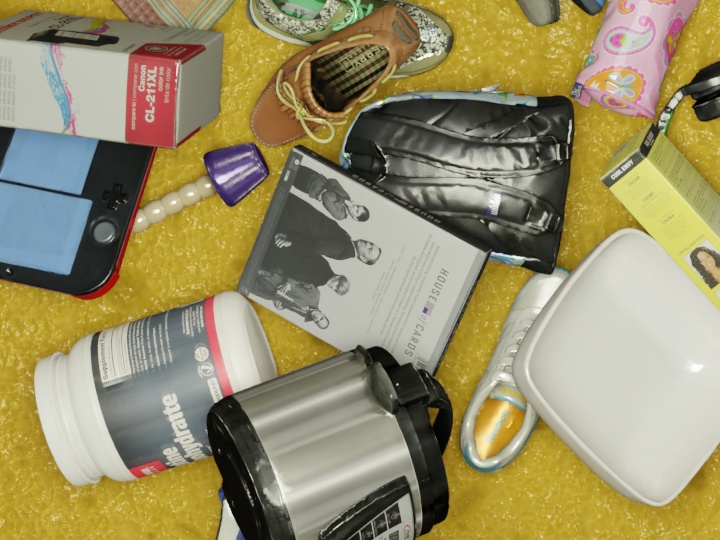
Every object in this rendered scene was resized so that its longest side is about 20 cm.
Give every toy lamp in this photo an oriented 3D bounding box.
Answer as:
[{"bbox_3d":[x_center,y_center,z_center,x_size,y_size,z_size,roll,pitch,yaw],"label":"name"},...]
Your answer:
[{"bbox_3d":[-0.180,-0.061,1.635,0.199,0.058,0.058,-25,88,7],"label":"toy lamp"}]

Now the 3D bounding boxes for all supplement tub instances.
[{"bbox_3d":[-0.181,0.110,1.592,0.199,0.140,0.141,-18,89,5],"label":"supplement tub"}]

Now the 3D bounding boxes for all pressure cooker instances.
[{"bbox_3d":[-0.013,0.157,1.480,0.199,0.176,0.180,-20,100,-17],"label":"pressure cooker"}]

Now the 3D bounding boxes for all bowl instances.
[{"bbox_3d":[0.234,0.086,1.550,0.200,0.075,0.200,45,66,-11],"label":"bowl"}]

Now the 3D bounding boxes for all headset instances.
[{"bbox_3d":[0.349,-0.143,1.563,0.123,0.094,0.200,39,105,4],"label":"headset"}]

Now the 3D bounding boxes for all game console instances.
[{"bbox_3d":[-0.297,-0.071,1.623,0.199,0.031,0.178,12,79,17],"label":"game console"}]

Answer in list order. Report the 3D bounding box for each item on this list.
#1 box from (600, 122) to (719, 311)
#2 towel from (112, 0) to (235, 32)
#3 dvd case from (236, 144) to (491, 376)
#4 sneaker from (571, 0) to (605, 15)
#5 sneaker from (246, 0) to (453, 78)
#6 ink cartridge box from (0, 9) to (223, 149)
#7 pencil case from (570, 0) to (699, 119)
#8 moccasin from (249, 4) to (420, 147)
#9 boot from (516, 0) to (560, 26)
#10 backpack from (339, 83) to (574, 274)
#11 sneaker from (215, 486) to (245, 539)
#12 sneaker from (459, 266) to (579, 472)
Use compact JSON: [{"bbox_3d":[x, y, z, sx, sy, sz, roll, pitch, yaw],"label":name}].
[{"bbox_3d":[0.303,-0.035,1.560,0.200,0.075,0.050,46,120,-6],"label":"box"},{"bbox_3d":[-0.161,-0.303,1.606,0.147,0.022,0.200,48,120,3],"label":"towel"},{"bbox_3d":[0.000,0.000,1.543,0.199,0.025,0.151,29,112,13],"label":"dvd case"},{"bbox_3d":[0.179,-0.330,1.592,0.078,0.066,0.201,-32,87,1],"label":"sneaker"},{"bbox_3d":[-0.014,-0.227,1.599,0.199,0.089,0.077,14,92,5],"label":"sneaker"},{"bbox_3d":[-0.239,-0.175,1.579,0.199,0.146,0.083,8,109,9],"label":"ink cartridge box"},{"bbox_3d":[0.259,-0.237,1.577,0.087,0.087,0.201,22,94,5],"label":"pencil case"},{"bbox_3d":[-0.030,-0.164,1.574,0.201,0.078,0.074,-23,111,38],"label":"moccasin"},{"bbox_3d":[0.086,-0.282,1.571,0.130,0.068,0.200,-34,111,-4],"label":"boot"},{"bbox_3d":[0.079,-0.089,1.575,0.199,0.154,0.164,3,99,-8],"label":"backpack"},{"bbox_3d":[-0.070,0.229,1.613,0.199,0.081,0.115,-35,89,6],"label":"sneaker"},{"bbox_3d":[0.151,0.093,1.591,0.076,0.081,0.201,22,91,7],"label":"sneaker"}]
